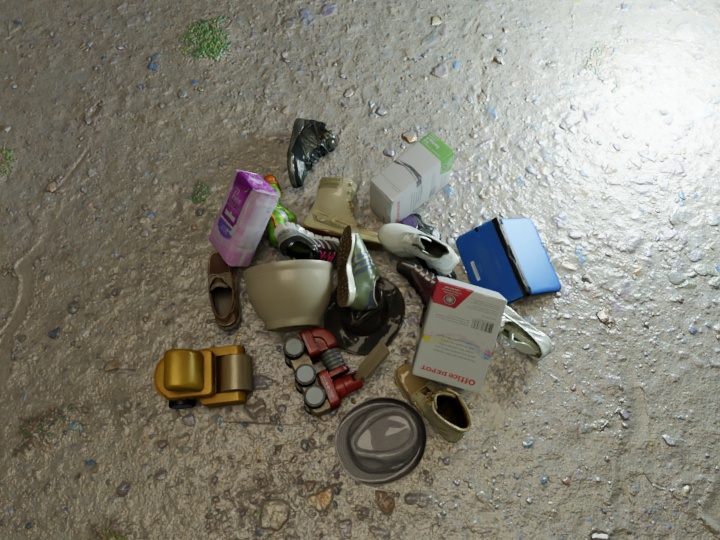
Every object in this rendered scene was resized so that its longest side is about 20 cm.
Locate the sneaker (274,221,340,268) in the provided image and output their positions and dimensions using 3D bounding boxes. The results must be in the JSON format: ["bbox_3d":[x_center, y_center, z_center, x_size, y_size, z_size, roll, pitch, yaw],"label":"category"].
[{"bbox_3d":[-0.103,-0.038,1.342,0.200,0.074,0.088,23,35,-23],"label":"sneaker"}]

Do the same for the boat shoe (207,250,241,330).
[{"bbox_3d":[-0.317,0.037,1.370,0.076,0.072,0.200,-16,66,-4],"label":"boat shoe"}]

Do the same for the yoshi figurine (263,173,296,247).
[{"bbox_3d":[-0.215,-0.132,1.437,0.112,0.112,0.200,-42,53,26],"label":"yoshi figurine"}]

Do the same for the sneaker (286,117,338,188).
[{"bbox_3d":[-0.122,-0.298,1.496,0.114,0.076,0.200,4,63,10],"label":"sneaker"}]

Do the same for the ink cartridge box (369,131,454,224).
[{"bbox_3d":[0.120,-0.212,1.416,0.200,0.146,0.084,-39,72,-13],"label":"ink cartridge box"}]

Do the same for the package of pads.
[{"bbox_3d":[-0.271,-0.118,1.365,0.120,0.076,0.200,43,114,38],"label":"package of pads"}]

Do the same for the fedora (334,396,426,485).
[{"bbox_3d":[0.042,0.347,1.226,0.199,0.090,0.177,-14,68,-3],"label":"fedora"}]

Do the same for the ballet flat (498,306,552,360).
[{"bbox_3d":[0.330,0.129,1.306,0.200,0.069,0.070,34,73,8],"label":"ballet flat"}]

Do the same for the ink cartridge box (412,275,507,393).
[{"bbox_3d":[0.201,0.129,1.235,0.145,0.145,0.201,17,95,5],"label":"ink cartridge box"}]

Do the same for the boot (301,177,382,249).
[{"bbox_3d":[-0.025,-0.140,1.425,0.199,0.073,0.156,14,70,12],"label":"boot"}]

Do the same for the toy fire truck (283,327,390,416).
[{"bbox_3d":[-0.051,0.195,1.279,0.200,0.129,0.176,-21,68,-14],"label":"toy fire truck"}]

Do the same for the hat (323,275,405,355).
[{"bbox_3d":[0.009,0.087,1.336,0.200,0.081,0.201,0,69,1],"label":"hat"}]

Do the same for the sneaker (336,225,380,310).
[{"bbox_3d":[0.000,0.000,1.308,0.090,0.067,0.201,18,55,-26],"label":"sneaker"}]

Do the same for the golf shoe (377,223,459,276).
[{"bbox_3d":[0.124,-0.065,1.308,0.200,0.097,0.078,24,76,20],"label":"golf shoe"}]

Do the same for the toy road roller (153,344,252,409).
[{"bbox_3d":[-0.338,0.221,1.260,0.199,0.146,0.123,-6,69,0],"label":"toy road roller"}]

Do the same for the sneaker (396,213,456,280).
[{"bbox_3d":[0.169,-0.059,1.395,0.087,0.076,0.200,-36,71,-18],"label":"sneaker"}]

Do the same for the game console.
[{"bbox_3d":[0.347,-0.015,1.399,0.170,0.118,0.200,-28,66,25],"label":"game console"}]

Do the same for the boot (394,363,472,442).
[{"bbox_3d":[0.148,0.261,1.222,0.073,0.156,0.200,-36,71,-11],"label":"boot"}]

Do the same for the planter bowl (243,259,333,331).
[{"bbox_3d":[-0.151,0.062,1.299,0.200,0.200,0.135,-7,80,-1],"label":"planter bowl"}]

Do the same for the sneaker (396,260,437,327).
[{"bbox_3d":[0.144,0.066,1.347,0.200,0.076,0.116,31,85,21],"label":"sneaker"}]
